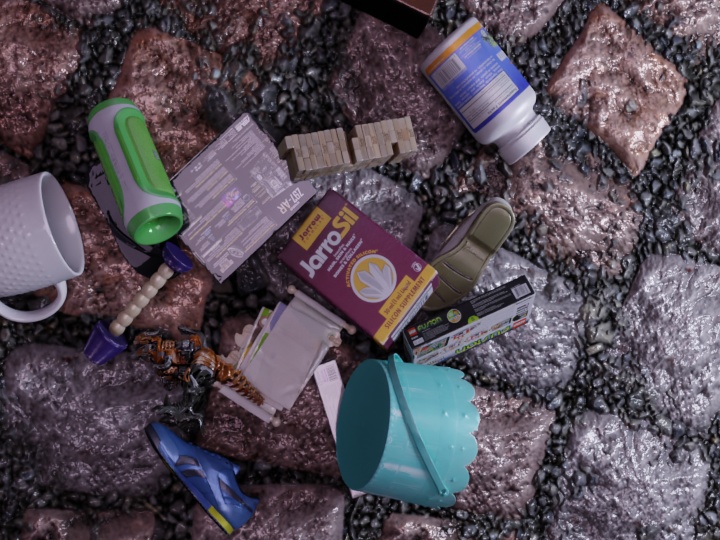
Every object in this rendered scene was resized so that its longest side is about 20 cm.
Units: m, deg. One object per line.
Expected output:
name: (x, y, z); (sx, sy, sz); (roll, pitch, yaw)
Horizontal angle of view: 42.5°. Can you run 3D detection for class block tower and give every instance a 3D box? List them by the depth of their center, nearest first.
block tower: (-0.018, -0.176, 1.348); (0.196, 0.054, 0.059); (-11, 82, -20)

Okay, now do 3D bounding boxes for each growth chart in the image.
growth chart: (-0.118, 0.121, 1.353); (0.144, 0.018, 0.201); (37, 86, 17)

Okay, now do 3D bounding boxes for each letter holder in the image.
letter holder: (0.033, -0.462, 1.361); (0.197, 0.101, 0.145); (24, 84, -5)

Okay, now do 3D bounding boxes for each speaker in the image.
speaker: (-0.315, -0.140, 1.291); (0.087, 0.089, 0.203); (-24, 69, -6)

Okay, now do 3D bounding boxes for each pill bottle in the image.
pill bottle: (0.189, -0.260, 1.368); (0.112, 0.112, 0.201); (-41, 94, -6)

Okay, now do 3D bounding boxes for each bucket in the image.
bucket: (0.060, 0.220, 1.283); (0.132, 0.206, 0.212); (12, 88, -23)

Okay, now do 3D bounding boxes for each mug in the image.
mug: (-0.482, -0.016, 1.282); (0.172, 0.148, 0.203); (-17, 121, -1)

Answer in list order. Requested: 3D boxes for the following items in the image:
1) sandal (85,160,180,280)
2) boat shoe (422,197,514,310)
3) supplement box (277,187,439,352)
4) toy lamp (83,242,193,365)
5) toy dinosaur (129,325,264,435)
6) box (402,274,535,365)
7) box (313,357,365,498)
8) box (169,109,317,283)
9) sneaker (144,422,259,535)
sandal: (-0.332, -0.067, 1.338); (0.076, 0.043, 0.201); (-38, 93, -6)
boat shoe: (0.155, -0.023, 1.381); (0.075, 0.069, 0.200); (41, 105, -9)
supplement box: (0.000, 0.000, 1.323); (0.199, 0.103, 0.132); (37, 86, 12)
toy lamp: (-0.319, 0.052, 1.318); (0.058, 0.058, 0.200); (43, 99, -4)
toy dinosaur: (-0.238, 0.153, 1.319); (0.196, 0.102, 0.138); (10, 68, 24)
box: (0.158, 0.082, 1.358); (0.196, 0.111, 0.035); (-24, 65, -7)
box: (-0.026, 0.231, 1.370); (0.041, 0.039, 0.204); (-18, 91, -5)
box: (-0.185, -0.107, 1.356); (0.200, 0.044, 0.161); (-44, 94, -6)
sneaker: (-0.228, 0.285, 1.338); (0.078, 0.066, 0.201); (-43, 94, -17)
